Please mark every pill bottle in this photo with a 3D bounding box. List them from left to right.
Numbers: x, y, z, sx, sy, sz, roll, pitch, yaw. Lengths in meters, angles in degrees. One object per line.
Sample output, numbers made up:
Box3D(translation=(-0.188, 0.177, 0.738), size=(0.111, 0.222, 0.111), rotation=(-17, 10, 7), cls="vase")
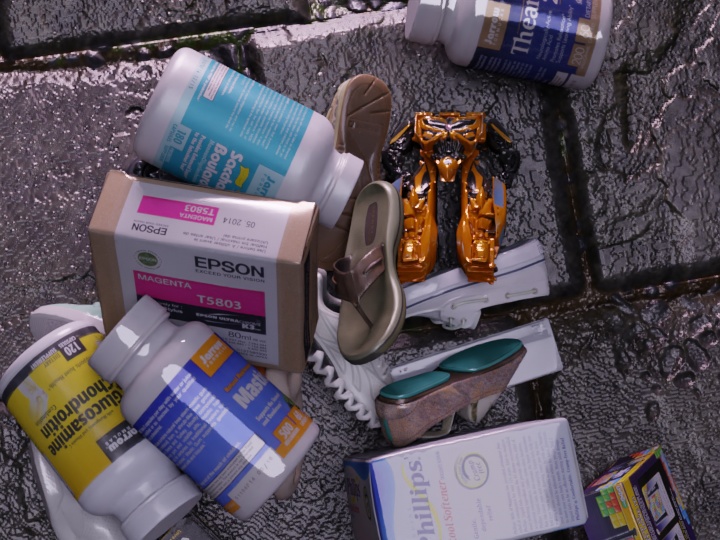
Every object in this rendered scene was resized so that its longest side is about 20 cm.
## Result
Box3D(translation=(-0.238, 0.155, 1.505), size=(0.112, 0.112, 0.200), rotation=(-38, 80, -10), cls="pill bottle")
Box3D(translation=(-0.143, 0.117, 1.442), size=(0.200, 0.112, 0.112), rotation=(42, 80, -2), cls="pill bottle")
Box3D(translation=(-0.100, -0.113, 1.480), size=(0.198, 0.111, 0.112), rotation=(26, 81, -5), cls="pill bottle")
Box3D(translation=(0.150, -0.258, 1.662), size=(0.197, 0.111, 0.112), rotation=(10, 83, -7), cls="pill bottle")

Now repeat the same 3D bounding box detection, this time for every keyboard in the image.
Box3D(translation=(0.111, 0.104, 1.673), size=(0.198, 0.011, 0.057), rotation=(-17, 92, -9), cls="keyboard")

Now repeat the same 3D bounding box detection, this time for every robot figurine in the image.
Box3D(translation=(0.090, -0.082, 1.629), size=(0.143, 0.058, 0.202), rotation=(0, 61, 5), cls="robot figurine")

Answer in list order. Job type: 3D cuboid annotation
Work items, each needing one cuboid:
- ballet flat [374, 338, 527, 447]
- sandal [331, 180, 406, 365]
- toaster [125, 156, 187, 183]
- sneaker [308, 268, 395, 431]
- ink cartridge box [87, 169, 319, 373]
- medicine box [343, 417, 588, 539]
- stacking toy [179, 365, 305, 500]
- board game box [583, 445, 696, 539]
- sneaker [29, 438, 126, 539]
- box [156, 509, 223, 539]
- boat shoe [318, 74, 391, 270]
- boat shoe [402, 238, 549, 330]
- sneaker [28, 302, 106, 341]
Box3D(translation=(0.091, 0.125, 1.612), size=(0.199, 0.068, 0.068), rotation=(-19, 109, -36), cls="ballet flat")
Box3D(translation=(-0.001, 0.000, 1.558), size=(0.057, 0.079, 0.203), rotation=(31, 48, -40), cls="sandal")
Box3D(translation=(-0.153, -0.082, 1.590), size=(0.199, 0.129, 0.114), rotation=(-33, 89, -11), cls="toaster")
Box3D(translation=(-0.007, 0.083, 1.611), size=(0.081, 0.075, 0.200), rotation=(-44, 94, 9), cls="sneaker")
Box3D(translation=(-0.139, 0.003, 1.478), size=(0.197, 0.166, 0.076), rotation=(10, 52, 7), cls="ink cartridge box")
Box3D(translation=(0.096, 0.212, 1.571), size=(0.197, 0.182, 0.104), rotation=(-11, 86, -9), cls="medicine box")
Box3D(translation=(-0.157, 0.152, 1.581), size=(0.197, 0.146, 0.148), rotation=(-2, 84, 6), cls="stacking toy")
Box3D(translation=(0.291, 0.292, 1.602), size=(0.056, 0.165, 0.202), rotation=(-22, 87, 26), cls="board game box")
Box3D(translation=(-0.258, 0.237, 1.577), size=(0.088, 0.075, 0.202), rotation=(-23, 98, -13), cls="sneaker")
Box3D(translation=(-0.176, 0.353, 1.540), size=(0.160, 0.049, 0.200), rotation=(44, 77, -5), cls="box")
Box3D(translation=(-0.017, -0.098, 1.653), size=(0.073, 0.063, 0.202), rotation=(18, 85, -22), cls="boat shoe")
Box3D(translation=(0.102, 0.029, 1.644), size=(0.198, 0.074, 0.068), rotation=(-19, 94, -5), cls="boat shoe")
Box3D(translation=(-0.222, 0.049, 1.609), size=(0.198, 0.074, 0.119), rotation=(9, 39, 15), cls="sneaker")
